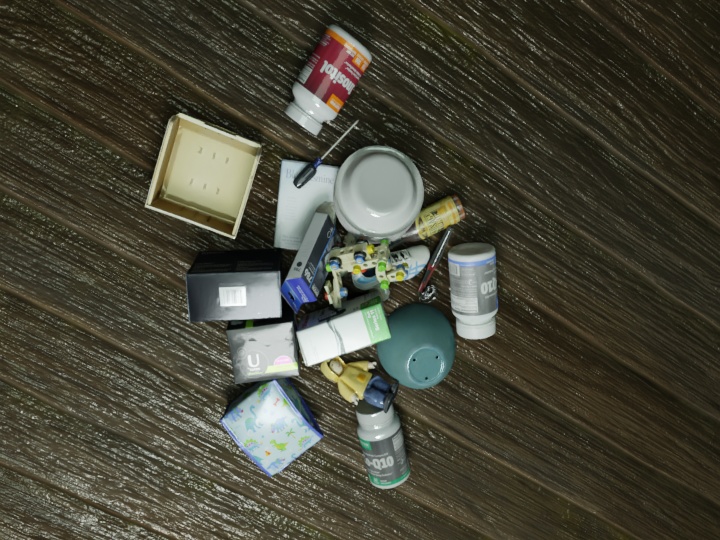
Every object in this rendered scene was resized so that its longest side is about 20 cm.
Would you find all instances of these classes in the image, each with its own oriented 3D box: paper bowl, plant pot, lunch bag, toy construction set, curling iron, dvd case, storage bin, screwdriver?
[{"bbox_3d":[0.040,-0.168,1.333,0.194,0.104,0.208,1,81,-7],"label":"paper bowl"},{"bbox_3d":[0.143,0.198,1.467,0.193,0.135,0.207,-2,106,-6],"label":"plant pot"},{"bbox_3d":[-0.207,0.366,1.478,0.168,0.128,0.202,-36,97,4],"label":"lunch bag"},{"bbox_3d":[0.000,0.000,1.335,0.196,0.094,0.132,-23,135,14],"label":"toy construction set"},{"bbox_3d":[0.180,-0.013,1.450,0.048,0.026,0.205,17,115,4],"label":"curling iron"},{"bbox_3d":[-0.119,-0.143,1.403,0.138,0.018,0.206,6,104,-7],"label":"dvd case"},{"bbox_3d":[-0.328,-0.205,1.323,0.195,0.094,0.203,19,103,-11],"label":"storage bin"},{"bbox_3d":[-0.077,-0.257,1.350,0.201,0.028,0.029,-48,134,10],"label":"screwdriver"}]

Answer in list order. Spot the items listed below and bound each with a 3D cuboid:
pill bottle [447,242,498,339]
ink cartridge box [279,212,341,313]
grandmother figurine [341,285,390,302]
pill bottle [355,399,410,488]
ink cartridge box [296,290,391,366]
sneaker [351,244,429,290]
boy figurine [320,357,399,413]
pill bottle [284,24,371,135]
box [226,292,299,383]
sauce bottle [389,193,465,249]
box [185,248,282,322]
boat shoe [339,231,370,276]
[{"bbox_3d":[0.266,0.048,1.450,0.110,0.114,0.206,-8,107,-4],"label":"pill bottle"},{"bbox_3d":[-0.103,-0.014,1.332,0.038,0.100,0.204,10,63,25],"label":"ink cartridge box"},{"bbox_3d":[-0.001,0.104,1.466,0.120,0.061,0.201,37,101,-24],"label":"grandmother figurine"},{"bbox_3d":[0.053,0.420,1.529,0.110,0.113,0.206,-14,106,-2],"label":"pill bottle"},{"bbox_3d":[-0.037,0.125,1.369,0.195,0.147,0.085,-19,99,2],"label":"ink cartridge box"},{"bbox_3d":[0.072,-0.015,1.417,0.195,0.073,0.073,-21,146,-11],"label":"sneaker"},{"bbox_3d":[-0.004,0.259,1.484,0.196,0.125,0.065,26,140,16],"label":"boy figurine"},{"bbox_3d":[-0.071,-0.393,1.291,0.111,0.113,0.202,32,100,-14],"label":"pill bottle"},{"bbox_3d":[-0.211,0.144,1.377,0.144,0.200,0.128,-7,107,-4],"label":"box"},{"bbox_3d":[0.144,-0.106,1.420,0.196,0.066,0.067,-28,107,2],"label":"sauce bottle"},{"bbox_3d":[-0.266,0.028,1.349,0.193,0.183,0.107,-2,107,-5],"label":"box"},{"bbox_3d":[-0.002,-0.073,1.410,0.062,0.071,0.201,39,95,4],"label":"boat shoe"}]
